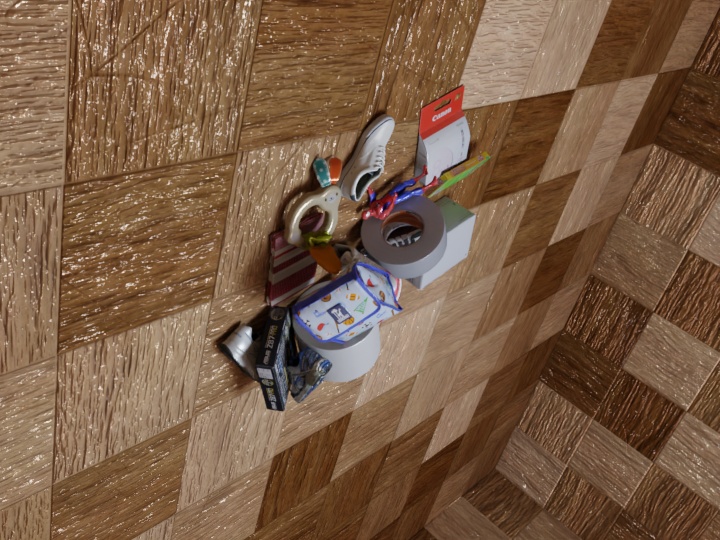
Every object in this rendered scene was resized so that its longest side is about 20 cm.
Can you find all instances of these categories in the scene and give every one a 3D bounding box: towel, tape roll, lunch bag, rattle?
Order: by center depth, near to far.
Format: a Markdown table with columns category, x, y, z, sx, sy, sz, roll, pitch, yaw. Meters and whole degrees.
| category | x | y | z | sx | sy | sz | roll | pitch | yaw |
| --- | --- | --- | --- | --- | --- | --- | --- | --- | --- |
| rattle | -0.063 | -0.118 | 1.528 | 0.130 | 0.143 | 0.201 | 27 | 99 | -31 |
| lunch bag | -0.030 | 0.069 | 1.576 | 0.170 | 0.124 | 0.200 | -31 | 156 | 16 |
| towel | -0.145 | -0.023 | 1.650 | 0.144 | 0.023 | 0.201 | -29 | 143 | -38 |
| tape roll | 0.103 | -0.082 | 1.770 | 0.200 | 0.200 | 0.066 | -45 | 150 | -16 |
| tape roll | -0.055 | 0.143 | 1.776 | 0.202 | 0.202 | 0.140 | -39 | 148 | -25 |

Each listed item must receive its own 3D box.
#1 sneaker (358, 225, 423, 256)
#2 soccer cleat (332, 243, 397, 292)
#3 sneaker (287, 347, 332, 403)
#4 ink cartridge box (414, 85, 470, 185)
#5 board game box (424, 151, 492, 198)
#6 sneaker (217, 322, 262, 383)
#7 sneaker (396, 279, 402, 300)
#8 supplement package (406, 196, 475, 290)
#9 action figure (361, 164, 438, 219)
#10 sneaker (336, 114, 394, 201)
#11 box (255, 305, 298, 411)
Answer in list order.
| category | x | y | z | sx | sy | sz | roll | pitch | yaw |
| --- | --- | --- | --- | --- | --- | --- | --- | --- | --- |
| sneaker | 0.079 | -0.078 | 1.876 | 0.199 | 0.116 | 0.076 | -18 | 127 | 4 |
| soccer cleat | 0.000 | 0.000 | 1.714 | 0.086 | 0.200 | 0.070 | 35 | 90 | -46 |
| sneaker | -0.128 | 0.232 | 1.719 | 0.077 | 0.085 | 0.200 | -40 | 170 | -37 |
| ink cartridge box | 0.205 | -0.325 | 1.821 | 0.162 | 0.057 | 0.201 | -34 | 150 | -31 |
| board game box | 0.256 | -0.252 | 1.947 | 0.200 | 0.030 | 0.095 | -28 | 173 | -38 |
| sneaker | -0.241 | 0.190 | 1.688 | 0.087 | 0.074 | 0.200 | -52 | 153 | -16 |
| sneaker | 0.031 | 0.086 | 1.971 | 0.115 | 0.078 | 0.201 | -4 | 123 | -56 |
| supplement package | 0.194 | -0.075 | 2.006 | 0.200 | 0.111 | 0.156 | -34 | 145 | -33 |
| action figure | 0.082 | -0.188 | 1.743 | 0.200 | 0.065 | 0.099 | -34 | 151 | -9 |
| sneaker | 0.024 | -0.237 | 1.620 | 0.201 | 0.071 | 0.073 | -59 | 151 | 9 |
| box | -0.188 | 0.203 | 1.713 | 0.200 | 0.049 | 0.162 | 85 | 14 | -52 |
